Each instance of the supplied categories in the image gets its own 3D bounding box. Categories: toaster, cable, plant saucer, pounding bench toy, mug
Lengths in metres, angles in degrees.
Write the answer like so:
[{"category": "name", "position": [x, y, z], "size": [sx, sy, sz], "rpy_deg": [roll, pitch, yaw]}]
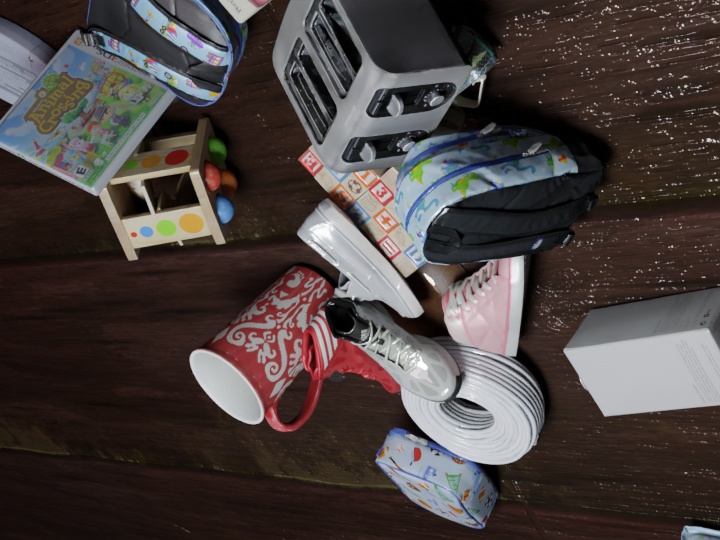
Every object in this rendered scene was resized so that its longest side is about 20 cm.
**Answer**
[{"category": "toaster", "position": [0.007, -0.227, 1.300], "size": [0.201, 0.118, 0.181], "rpy_deg": [63, 149, 19]}, {"category": "cable", "position": [0.147, 0.174, 1.652], "size": [0.199, 0.069, 0.201], "rpy_deg": [19, 143, 13]}, {"category": "plant saucer", "position": [0.065, 0.035, 1.641], "size": [0.199, 0.037, 0.201], "rpy_deg": [25, 141, 22]}, {"category": "pounding bench toy", "position": [-0.248, -0.136, 1.683], "size": [0.155, 0.201, 0.125], "rpy_deg": [-10, 130, 8]}, {"category": "mug", "position": [-0.119, 0.112, 1.737], "size": [0.133, 0.200, 0.178], "rpy_deg": [21, 143, 33]}]

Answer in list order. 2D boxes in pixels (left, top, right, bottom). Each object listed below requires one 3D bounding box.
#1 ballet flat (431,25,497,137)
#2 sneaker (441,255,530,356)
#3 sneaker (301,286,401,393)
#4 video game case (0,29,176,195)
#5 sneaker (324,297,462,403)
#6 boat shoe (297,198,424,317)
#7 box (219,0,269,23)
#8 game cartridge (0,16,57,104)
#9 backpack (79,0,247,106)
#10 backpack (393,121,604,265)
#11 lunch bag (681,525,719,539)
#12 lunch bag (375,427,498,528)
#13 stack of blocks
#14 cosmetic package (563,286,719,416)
[{"category": "ballet flat", "position": [0.094, -0.186, 1.370], "size": [0.074, 0.074, 0.200], "rpy_deg": [38, 147, 3]}, {"category": "sneaker", "position": [0.150, 0.028, 1.509], "size": [0.104, 0.076, 0.201], "rpy_deg": [11, 141, 9]}, {"category": "sneaker", "position": [-0.019, 0.124, 1.713], "size": [0.078, 0.115, 0.201], "rpy_deg": [27, 155, 54]}, {"category": "video game case", "position": [-0.360, -0.212, 1.630], "size": [0.181, 0.201, 0.022], "rpy_deg": [26, 157, 19]}, {"category": "sneaker", "position": [0.029, 0.101, 1.558], "size": [0.200, 0.115, 0.076], "rpy_deg": [37, 104, 26]}, {"category": "boat shoe", "position": [0.000, 0.000, 1.539], "size": [0.200, 0.068, 0.072], "rpy_deg": [45, -174, -32]}, {"category": "box", "position": [-0.090, -0.374, 1.301], "size": [0.128, 0.109, 0.200], "rpy_deg": [49, 142, -11]}, {"category": "game cartridge", "position": [-0.509, -0.301, 1.807], "size": [0.199, 0.041, 0.134], "rpy_deg": [28, 145, 17]}, {"category": "backpack", "position": [-0.213, -0.303, 1.459], "size": [0.199, 0.135, 0.183], "rpy_deg": [36, 143, 7]}, {"category": "backpack", "position": [0.134, -0.078, 1.334], "size": [0.154, 0.199, 0.164], "rpy_deg": [54, 149, 20]}, {"category": "lunch bag", "position": [0.504, 0.437, 1.591], "size": [0.199, 0.127, 0.170], "rpy_deg": [7, 134, 28]}, {"category": "lunch bag", "position": [0.109, 0.299, 1.798], "size": [0.159, 0.076, 0.200], "rpy_deg": [20, 159, 29]}, {"category": "stack of blocks", "position": [0.032, -0.103, 1.502], "size": [0.200, 0.059, 0.115], "rpy_deg": [47, 139, -4]}, {"category": "cosmetic package", "position": [0.347, 0.095, 1.412], "size": [0.199, 0.085, 0.108], "rpy_deg": [-11, 119, 47]}]
